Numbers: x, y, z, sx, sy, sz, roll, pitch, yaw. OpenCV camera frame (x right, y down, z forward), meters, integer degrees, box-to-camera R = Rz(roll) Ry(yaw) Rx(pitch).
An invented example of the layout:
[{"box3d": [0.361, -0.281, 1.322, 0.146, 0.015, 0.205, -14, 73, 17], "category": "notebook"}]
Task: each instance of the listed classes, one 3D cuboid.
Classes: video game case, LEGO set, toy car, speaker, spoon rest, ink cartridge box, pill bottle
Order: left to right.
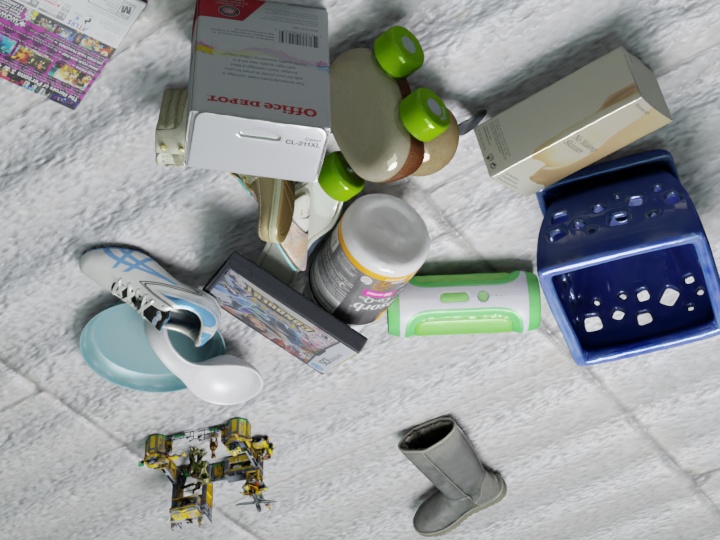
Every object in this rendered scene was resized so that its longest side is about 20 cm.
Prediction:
[{"box3d": [-0.358, -0.278, 1.506, 0.200, 0.036, 0.181, 23, 132, -25], "category": "video game case"}, {"box3d": [-0.216, 0.131, 1.907, 0.099, 0.061, 0.200, -29, 131, 26], "category": "spoon rest"}, {"box3d": [-0.231, 0.317, 2.106, 0.200, 0.116, 0.154, -7, 138, 5], "category": "LEGO set"}, {"box3d": [-0.111, -0.196, 1.486, 0.145, 0.200, 0.083, 7, 137, -10], "category": "ink cartridge box"}, {"box3d": [-0.102, 0.058, 1.788, 0.200, 0.026, 0.181, 34, 161, -7], "category": "video game case"}, {"box3d": [0.000, 0.000, 1.761, 0.116, 0.117, 0.200, 13, 146, -16], "category": "pill bottle"}, {"box3d": [0.056, -0.170, 1.605, 0.164, 0.158, 0.200, -33, 158, 34], "category": "toy car"}, {"box3d": [0.135, 0.044, 1.848, 0.199, 0.089, 0.089, -2, 138, 0], "category": "speaker"}]

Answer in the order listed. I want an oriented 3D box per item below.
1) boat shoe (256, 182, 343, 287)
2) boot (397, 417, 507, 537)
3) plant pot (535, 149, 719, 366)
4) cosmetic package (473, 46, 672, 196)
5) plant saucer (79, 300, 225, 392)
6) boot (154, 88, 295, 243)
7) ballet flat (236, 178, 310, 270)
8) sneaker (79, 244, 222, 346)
[{"box3d": [-0.071, -0.058, 1.739, 0.075, 0.062, 0.200, 23, 125, -3], "category": "boat shoe"}, {"box3d": [0.116, 0.322, 2.163, 0.182, 0.073, 0.200, -35, 137, 13], "category": "boot"}, {"box3d": [0.324, -0.024, 1.710, 0.200, 0.180, 0.200, -16, 136, 13], "category": "plant pot"}, {"box3d": [0.244, -0.167, 1.606, 0.200, 0.071, 0.105, -28, 156, 27], "category": "cosmetic package"}, {"box3d": [-0.286, 0.099, 1.932, 0.200, 0.027, 0.200, -1, 137, -1], "category": "plant saucer"}, {"box3d": [-0.154, -0.121, 1.577, 0.154, 0.200, 0.072, -4, 160, 3], "category": "boot"}, {"box3d": [-0.100, -0.094, 1.653, 0.067, 0.068, 0.200, -30, 103, 9], "category": "ballet flat"}, {"box3d": [-0.274, 0.031, 1.810, 0.200, 0.073, 0.072, 27, 133, -7], "category": "sneaker"}]
